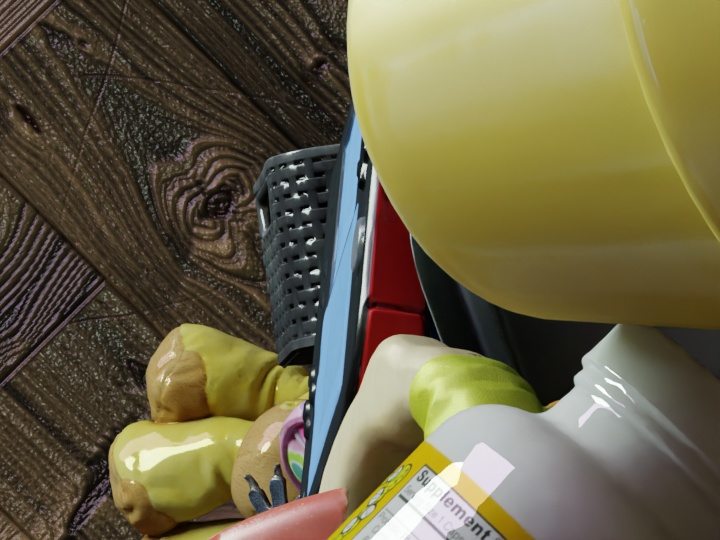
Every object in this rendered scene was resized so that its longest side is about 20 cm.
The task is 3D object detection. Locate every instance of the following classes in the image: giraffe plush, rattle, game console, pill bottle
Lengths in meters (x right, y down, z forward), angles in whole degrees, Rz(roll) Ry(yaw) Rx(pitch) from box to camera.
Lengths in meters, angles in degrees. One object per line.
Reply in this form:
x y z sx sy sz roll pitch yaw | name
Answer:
-0.018 0.109 1.486 0.200 0.173 0.162 -10 6 -13 | giraffe plush
0.046 0.127 0.952 0.130 0.143 0.200 14 96 48 | rattle
0.000 0.000 1.106 0.200 0.031 0.177 108 163 -66 | game console
0.028 0.108 0.789 0.200 0.104 0.104 -45 2 -5 | pill bottle

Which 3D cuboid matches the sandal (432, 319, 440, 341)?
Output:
0.062 -0.021 1.198 0.087 0.079 0.200 78 -156 -43 | sandal

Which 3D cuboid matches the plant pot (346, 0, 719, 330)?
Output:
0.104 -0.066 0.726 0.189 0.201 0.201 -13 26 46 | plant pot

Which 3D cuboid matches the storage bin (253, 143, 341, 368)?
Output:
0.056 -0.015 1.402 0.200 0.094 0.135 -7 -6 -7 | storage bin

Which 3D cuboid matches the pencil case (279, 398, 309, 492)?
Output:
0.058 0.037 1.259 0.200 0.087 0.087 -41 0 -28 | pencil case

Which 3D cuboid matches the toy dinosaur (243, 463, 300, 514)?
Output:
0.023 0.102 1.353 0.181 0.105 0.200 -15 -35 -54 | toy dinosaur

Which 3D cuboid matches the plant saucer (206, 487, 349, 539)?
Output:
-0.066 0.176 0.976 0.200 0.037 0.200 141 145 -70 | plant saucer

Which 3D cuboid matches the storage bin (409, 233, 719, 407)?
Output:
0.116 0.000 1.049 0.134 0.146 0.200 -16 11 18 | storage bin
